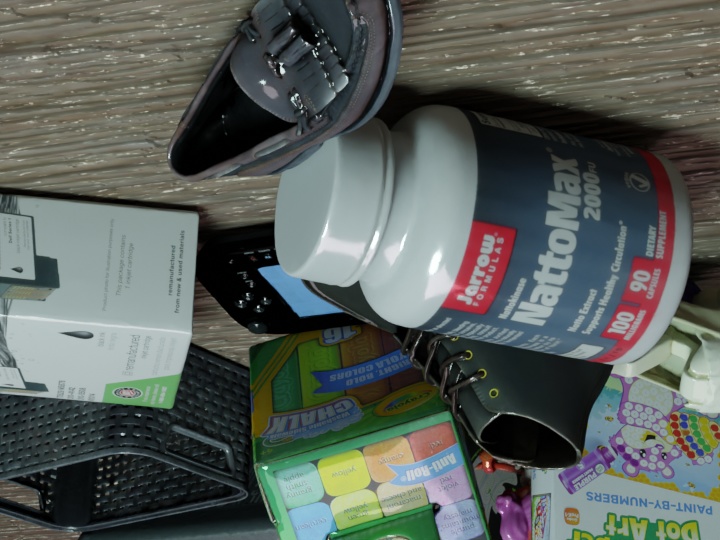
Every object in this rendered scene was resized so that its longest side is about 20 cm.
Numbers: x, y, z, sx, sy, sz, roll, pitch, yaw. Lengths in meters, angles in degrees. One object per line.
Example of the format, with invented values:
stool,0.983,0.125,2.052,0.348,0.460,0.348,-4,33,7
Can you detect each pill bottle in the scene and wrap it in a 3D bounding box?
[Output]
pill bottle,0.063,-0.023,1.045,0.200,0.120,0.120,10,156,-20

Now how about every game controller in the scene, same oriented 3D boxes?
game controller,0.000,0.000,1.206,0.200,0.042,0.104,-9,155,22

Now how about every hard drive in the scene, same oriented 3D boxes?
hard drive,-0.108,0.179,1.543,0.200,0.140,0.033,-8,113,21

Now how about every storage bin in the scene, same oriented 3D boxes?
storage bin,-0.188,0.121,1.442,0.200,0.094,0.135,-15,153,36

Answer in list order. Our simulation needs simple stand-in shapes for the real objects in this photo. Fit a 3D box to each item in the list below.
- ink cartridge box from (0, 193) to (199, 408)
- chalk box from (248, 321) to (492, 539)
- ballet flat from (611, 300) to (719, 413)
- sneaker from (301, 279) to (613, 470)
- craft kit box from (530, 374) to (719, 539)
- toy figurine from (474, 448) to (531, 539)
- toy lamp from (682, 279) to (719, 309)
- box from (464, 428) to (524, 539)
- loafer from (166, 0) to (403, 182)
ink cartridge box,-0.206,0.018,1.207,0.200,0.084,0.146,5,157,-8
chalk box,0.007,0.124,1.208,0.125,0.200,0.124,-16,115,2
ballet flat,0.189,0.051,1.186,0.200,0.070,0.069,20,164,22
sneaker,0.047,0.036,1.122,0.200,0.106,0.075,18,140,2
craft kit box,0.204,0.111,1.256,0.200,0.198,0.049,7,158,-15
toy figurine,0.136,0.131,1.326,0.200,0.184,0.150,19,152,-34
toy lamp,0.268,0.005,1.182,0.200,0.058,0.058,-17,151,39
box,0.035,0.176,1.418,0.148,0.200,0.124,-11,154,27
loafer,-0.040,-0.087,0.945,0.063,0.072,0.200,-24,172,-26
